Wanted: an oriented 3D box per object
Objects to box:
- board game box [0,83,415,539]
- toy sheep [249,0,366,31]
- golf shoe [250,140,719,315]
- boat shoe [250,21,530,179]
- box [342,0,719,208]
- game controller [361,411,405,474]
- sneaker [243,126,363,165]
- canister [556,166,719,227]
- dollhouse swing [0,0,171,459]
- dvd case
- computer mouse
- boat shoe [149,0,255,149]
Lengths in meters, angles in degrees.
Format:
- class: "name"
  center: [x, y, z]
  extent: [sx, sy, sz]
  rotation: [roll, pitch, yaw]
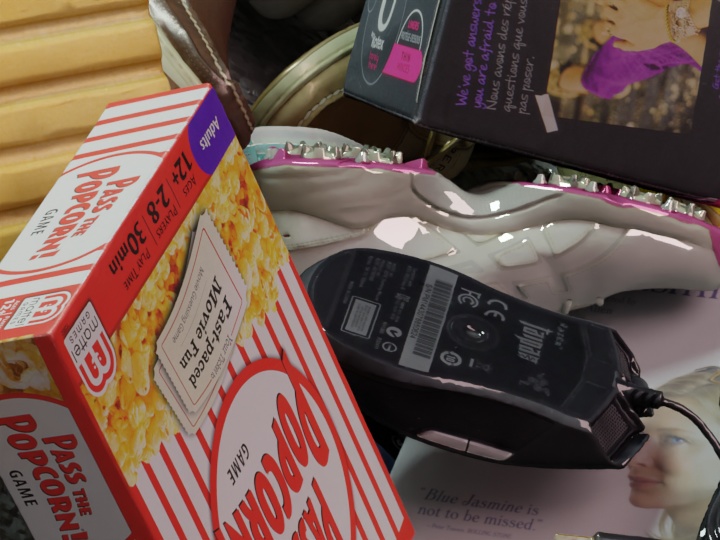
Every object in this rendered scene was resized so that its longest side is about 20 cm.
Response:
- class: "board game box"
  center: [-0.055, 0.062, 0.899]
  extent: [0.200, 0.046, 0.152]
  rotation: [66, 29, -27]
- class: "toy sheep"
  center: [-0.014, -0.173, 1.219]
  extent: [0.199, 0.138, 0.138]
  rotation: [18, 44, -17]
- class: "golf shoe"
  center: [0.050, 0.001, 1.063]
  extent: [0.199, 0.092, 0.075]
  rotation: [7, 1, -3]
- class: "boat shoe"
  center: [0.028, -0.072, 1.213]
  extent: [0.200, 0.074, 0.066]
  rotation: [-16, 63, -51]
- class: "box"
  center: [0.109, -0.092, 1.112]
  extent: [0.199, 0.106, 0.122]
  rotation: [14, 5, -16]
- class: "game controller"
  center: [-0.002, 0.092, 1.060]
  extent: [0.200, 0.042, 0.104]
  rotation: [46, 36, -4]
- class: "sneaker"
  center: [0.000, 0.000, 1.120]
  extent: [0.200, 0.071, 0.080]
  rotation: [16, 43, -37]
- class: "canister"
  center: [0.133, -0.097, 1.254]
  extent: [0.149, 0.086, 0.201]
  rotation: [-43, 120, -59]
- class: "dollhouse swing"
  center: [-0.128, -0.039, 0.886]
  extent: [0.175, 0.182, 0.201]
  rotation: [-12, 90, -16]
- class: "dvd case"
  center: [0.097, 0.052, 1.051]
  extent: [0.200, 0.142, 0.018]
  rotation: [-64, 151, -45]
- class: "computer mouse"
  center: [0.063, 0.066, 0.976]
  extent: [0.199, 0.046, 0.141]
  rotation: [15, 38, -3]
- class: "boat shoe"
  center: [-0.079, -0.122, 1.090]
  extent: [0.202, 0.075, 0.075]
  rotation: [56, -9, 42]
